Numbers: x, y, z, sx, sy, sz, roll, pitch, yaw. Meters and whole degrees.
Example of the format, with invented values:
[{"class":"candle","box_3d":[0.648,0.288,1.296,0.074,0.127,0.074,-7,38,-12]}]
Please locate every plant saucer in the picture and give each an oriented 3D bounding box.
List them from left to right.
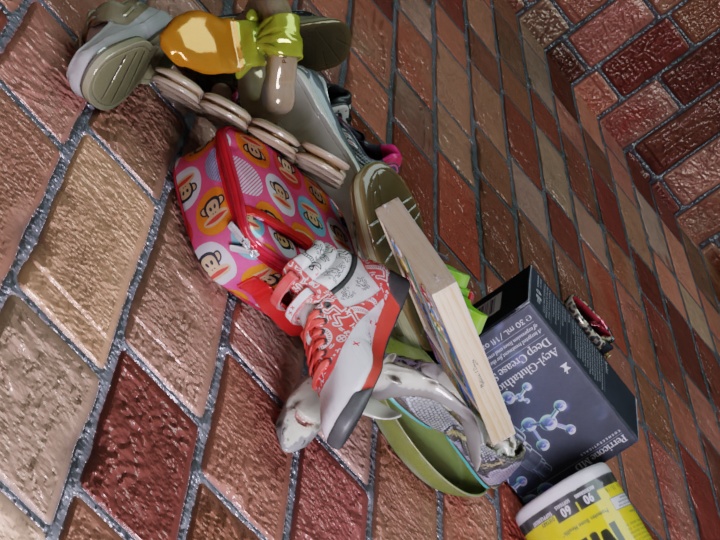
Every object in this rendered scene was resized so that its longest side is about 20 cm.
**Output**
[{"class":"plant saucer","box_3d":[0.057,0.142,1.647,0.200,0.031,0.201,47,19,-22]}]

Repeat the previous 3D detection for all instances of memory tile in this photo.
[{"class":"memory tile","box_3d":[-0.101,-0.132,1.555,0.199,0.017,0.153,29,-3,0]}]

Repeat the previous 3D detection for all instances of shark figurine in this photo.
[{"class":"shark figurine","box_3d":[0.009,0.116,1.468,0.212,0.090,0.129,5,52,-26]}]

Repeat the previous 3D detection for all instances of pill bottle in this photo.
[{"class":"pill bottle","box_3d":[0.255,0.310,1.714,0.201,0.114,0.114,59,19,15]}]

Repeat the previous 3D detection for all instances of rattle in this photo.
[{"class":"rattle","box_3d":[-0.139,-0.203,1.599,0.200,0.142,0.132,-145,-140,-63]}]

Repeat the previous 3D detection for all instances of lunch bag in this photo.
[{"class":"lunch bag","box_3d":[-0.079,-0.021,1.528,0.200,0.082,0.177,33,33,-47]}]

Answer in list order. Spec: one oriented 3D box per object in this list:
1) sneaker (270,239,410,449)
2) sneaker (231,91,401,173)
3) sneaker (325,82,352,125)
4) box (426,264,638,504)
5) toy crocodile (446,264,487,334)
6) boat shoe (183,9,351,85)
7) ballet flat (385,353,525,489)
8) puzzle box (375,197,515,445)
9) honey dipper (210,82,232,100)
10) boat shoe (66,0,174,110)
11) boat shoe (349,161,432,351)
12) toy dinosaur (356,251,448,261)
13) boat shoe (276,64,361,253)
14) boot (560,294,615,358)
[{"class":"sneaker","box_3d":[-0.032,0.056,1.393,0.107,0.067,0.202,26,42,-4]},{"class":"sneaker","box_3d":[-0.050,-0.139,1.757,0.199,0.075,0.081,26,28,-21]},{"class":"sneaker","box_3d":[-0.033,-0.155,1.852,0.200,0.087,0.076,44,19,-35]},{"class":"box","box_3d":[0.183,0.126,1.803,0.200,0.148,0.107,50,19,-13]},{"class":"toy crocodile","box_3d":[0.093,0.031,1.800,0.061,0.068,0.200,20,3,-7]},{"class":"boat shoe","box_3d":[-0.108,-0.238,1.756,0.199,0.073,0.066,-9,23,-28]},{"class":"ballet flat","box_3d":[0.092,0.130,1.599,0.200,0.072,0.072,44,21,-29]},{"class":"puzzle box","box_3d":[0.075,0.045,1.469,0.133,0.025,0.201,58,-6,49]},{"class":"honey dipper","box_3d":[-0.095,-0.105,1.682,0.201,0.038,0.038,60,19,12]},{"class":"boat shoe","box_3d":[-0.222,-0.198,1.499,0.068,0.075,0.200,35,20,4]},{"class":"boat shoe","box_3d":[0.027,-0.012,1.611,0.073,0.063,0.202,-45,125,-33]},{"class":"toy dinosaur","box_3d":[0.000,0.000,1.743,0.199,0.106,0.181,25,14,31]},{"class":"boat shoe","box_3d":[-0.029,-0.115,1.690,0.062,0.072,0.202,-25,90,-61]},{"class":"boot","box_3d":[0.237,0.133,1.912,0.204,0.153,0.074,47,20,-22]}]
